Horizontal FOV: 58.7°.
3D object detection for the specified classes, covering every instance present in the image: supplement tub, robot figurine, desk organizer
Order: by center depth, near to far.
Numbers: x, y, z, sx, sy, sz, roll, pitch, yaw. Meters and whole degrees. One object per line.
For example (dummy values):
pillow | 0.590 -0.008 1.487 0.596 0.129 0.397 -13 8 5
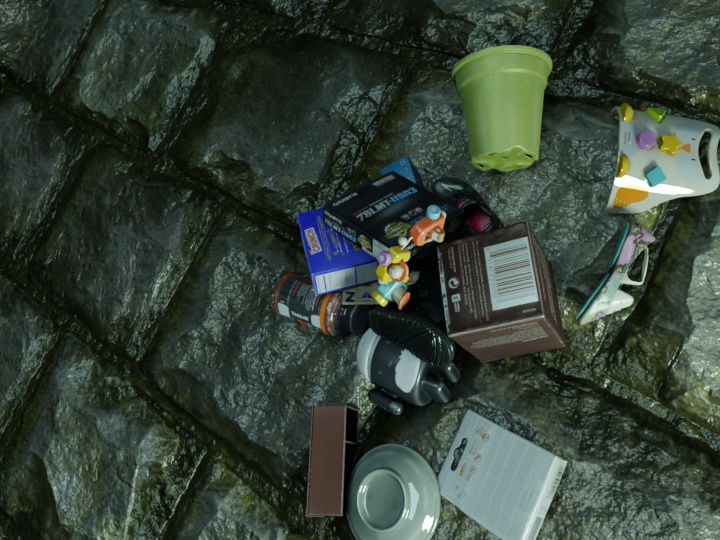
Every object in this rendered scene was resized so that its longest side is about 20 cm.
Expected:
robot figurine | 0.085 0.175 1.200 0.197 0.149 0.128 18 122 32
desk organizer | -0.051 0.366 1.234 0.075 0.072 0.205 -7 69 23
supplement tub | -0.080 0.074 1.337 0.196 0.107 0.109 15 79 33

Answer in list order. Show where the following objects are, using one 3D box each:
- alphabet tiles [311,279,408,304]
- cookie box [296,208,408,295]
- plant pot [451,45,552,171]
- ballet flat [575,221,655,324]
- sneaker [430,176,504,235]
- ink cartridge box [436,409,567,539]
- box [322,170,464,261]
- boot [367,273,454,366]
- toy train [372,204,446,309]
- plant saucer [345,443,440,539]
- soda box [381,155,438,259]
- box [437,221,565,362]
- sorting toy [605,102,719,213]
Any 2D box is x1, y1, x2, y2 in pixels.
alphabet tiles | 0.000 0.000 1.306 0.194 0.008 0.170 -1 52 5
cookie box | -0.017 -0.056 1.299 0.195 0.076 0.174 -13 51 -6
plant pot | 0.276 -0.300 1.245 0.196 0.199 0.190 -4 81 27
ballet flat | 0.445 0.015 1.098 0.070 0.069 0.203 29 86 14
sneaker | 0.212 -0.128 1.264 0.077 0.084 0.200 -47 57 4
ink cartridge box | 0.236 0.357 1.106 0.198 0.050 0.165 20 82 51
box | 0.061 -0.102 1.215 0.198 0.051 0.197 -28 49 -34
boot | 0.132 0.079 1.157 0.166 0.078 0.198 -29 33 -34
toy train | 0.091 -0.008 1.090 0.149 0.202 0.056 -30 60 -29
plant saucer | 0.048 0.418 1.166 0.196 0.050 0.205 -12 65 28
soda box | 0.106 -0.131 1.335 0.067 0.064 0.204 -25 61 19
box | 0.246 0.045 1.110 0.161 0.200 0.170 -15 64 23
sorting toy | 0.534 -0.206 1.123 0.175 0.107 0.205 6 74 10
